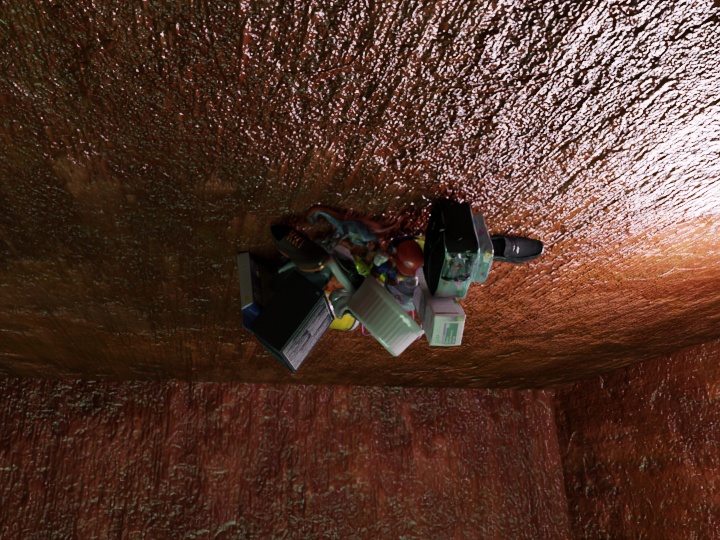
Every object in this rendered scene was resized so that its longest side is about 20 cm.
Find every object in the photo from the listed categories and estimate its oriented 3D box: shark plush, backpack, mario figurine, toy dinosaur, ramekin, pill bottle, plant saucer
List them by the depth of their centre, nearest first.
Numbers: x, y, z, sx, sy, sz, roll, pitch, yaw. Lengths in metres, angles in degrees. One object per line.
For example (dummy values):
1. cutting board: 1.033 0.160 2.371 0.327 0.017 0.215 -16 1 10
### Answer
1. backpack: 0.218 -0.037 1.277 0.148 0.179 0.204 5 134 -11
2. toy dinosaur: -0.036 -0.106 1.312 0.182 0.202 0.104 47 153 -18
3. mario figurine: 0.085 0.002 1.320 0.120 0.109 0.200 -17 173 -20
4. ramekin: 0.057 0.115 1.363 0.098 0.200 0.201 -45 153 -2
5. shark plush: -0.110 -0.032 1.380 0.195 0.086 0.091 -11 163 -35
6. backpack: 0.158 0.029 1.500 0.193 0.171 0.128 -6 149 -10
7. plant saucer: -0.163 0.032 1.588 0.193 0.037 0.202 -16 154 -8
8. pill bottle: -0.103 0.126 1.792 0.195 0.116 0.112 13 154 -32

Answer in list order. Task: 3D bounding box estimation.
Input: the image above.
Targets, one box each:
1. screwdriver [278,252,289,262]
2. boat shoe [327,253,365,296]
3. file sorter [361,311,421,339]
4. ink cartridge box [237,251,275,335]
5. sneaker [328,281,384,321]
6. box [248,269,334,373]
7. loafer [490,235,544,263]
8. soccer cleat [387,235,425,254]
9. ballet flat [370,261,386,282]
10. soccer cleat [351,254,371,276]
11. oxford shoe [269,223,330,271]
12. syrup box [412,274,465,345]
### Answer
1. screwdriver: -0.193 -0.006 1.565 0.029 0.028 0.201 -31 154 -6
2. boat shoe: -0.035 0.001 1.363 0.056 0.069 0.200 -38 152 0
3. file sorter: 0.107 0.171 1.901 0.136 0.130 0.197 -20 152 38
4. ink cartridge box: -0.282 0.080 1.539 0.045 0.206 0.198 -14 158 7
5. sneaker: 0.009 0.097 1.582 0.193 0.102 0.078 -12 158 -6
6. box: -0.181 0.141 1.508 0.121 0.202 0.200 32 162 17
7. loafer: 0.383 -0.056 1.440 0.193 0.071 0.070 -1 168 8
8. soccer cleat: 0.165 -0.058 1.400 0.193 0.067 0.084 -4 162 8
9. ballet flat: 0.090 0.017 1.623 0.065 0.069 0.199 10 164 34
10. soccer cleat: 0.000 -0.001 1.582 0.082 0.066 0.202 -28 157 -11
11. oxford shoe: -0.149 -0.056 1.299 0.197 0.072 0.073 23 158 41
12. syrup box: 0.186 0.092 1.333 0.078 0.201 0.081 0 117 -9
